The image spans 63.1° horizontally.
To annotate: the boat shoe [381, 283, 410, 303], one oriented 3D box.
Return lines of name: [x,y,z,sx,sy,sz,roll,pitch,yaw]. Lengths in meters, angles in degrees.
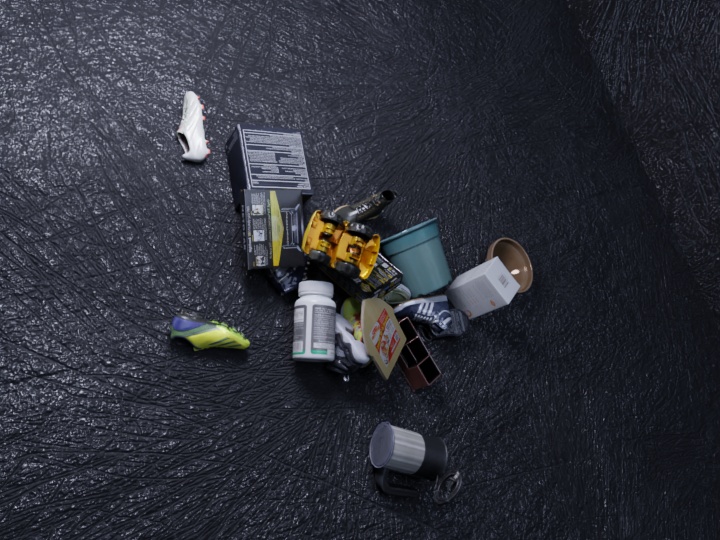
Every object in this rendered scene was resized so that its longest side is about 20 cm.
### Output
boat shoe: [0.056,0.070,1.722,0.197,0.073,0.063,11,39,-16]

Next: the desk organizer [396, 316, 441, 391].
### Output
desk organizer: [0.147,0.244,1.720,0.071,0.077,0.202,-31,90,-38]

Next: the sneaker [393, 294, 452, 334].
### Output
sneaker: [0.190,0.141,1.760,0.197,0.070,0.110,-9,75,-26]

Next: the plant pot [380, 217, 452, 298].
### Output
plant pot: [0.179,-0.032,1.793,0.199,0.199,0.199,-26,94,-38]

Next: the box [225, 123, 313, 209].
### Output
box: [-0.255,-0.280,1.630,0.197,0.123,0.202,-2,72,-32]

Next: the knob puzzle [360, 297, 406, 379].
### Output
knob puzzle: [0.046,0.164,1.593,0.219,0.030,0.223,28,55,-50]

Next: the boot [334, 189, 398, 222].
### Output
boot: [0.006,-0.189,1.762,0.199,0.138,0.078,-29,88,-37]

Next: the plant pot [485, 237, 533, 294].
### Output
plant pot: [0.502,-0.005,2.054,0.198,0.092,0.204,14,64,-30]

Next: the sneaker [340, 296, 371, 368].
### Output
sneaker: [0.006,0.165,1.648,0.077,0.090,0.203,-8,74,-34]

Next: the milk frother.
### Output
milk frother: [0.147,0.507,1.537,0.186,0.199,0.183,21,64,-25]

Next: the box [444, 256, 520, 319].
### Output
box: [0.387,0.062,1.880,0.125,0.199,0.097,50,52,-7]

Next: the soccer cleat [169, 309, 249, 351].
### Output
soccer cleat: [-0.367,0.162,1.426,0.198,0.064,0.085,24,89,-29]

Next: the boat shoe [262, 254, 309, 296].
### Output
boat shoe: [-0.170,-0.008,1.618,0.199,0.074,0.094,-33,97,-31]

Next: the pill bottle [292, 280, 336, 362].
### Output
pill bottle: [-0.120,0.135,1.543,0.112,0.113,0.204,9,76,-31]

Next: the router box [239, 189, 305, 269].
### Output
router box: [-0.227,-0.107,1.515,0.155,0.052,0.204,-3,94,-27]

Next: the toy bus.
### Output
toy bus: [-0.074,-0.066,1.568,0.198,0.191,0.138,23,81,-21]

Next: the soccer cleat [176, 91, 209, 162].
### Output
soccer cleat: [-0.458,-0.390,1.575,0.077,0.069,0.203,-6,77,-32]

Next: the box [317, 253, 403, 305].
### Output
box: [0.000,0.000,1.684,0.199,0.050,0.159,39,50,22]

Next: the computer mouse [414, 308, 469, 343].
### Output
computer mouse: [0.249,0.165,1.844,0.197,0.053,0.141,1,72,-21]

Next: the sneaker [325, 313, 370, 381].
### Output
sneaker: [-0.061,0.207,1.595,0.075,0.114,0.201,20,24,-46]
